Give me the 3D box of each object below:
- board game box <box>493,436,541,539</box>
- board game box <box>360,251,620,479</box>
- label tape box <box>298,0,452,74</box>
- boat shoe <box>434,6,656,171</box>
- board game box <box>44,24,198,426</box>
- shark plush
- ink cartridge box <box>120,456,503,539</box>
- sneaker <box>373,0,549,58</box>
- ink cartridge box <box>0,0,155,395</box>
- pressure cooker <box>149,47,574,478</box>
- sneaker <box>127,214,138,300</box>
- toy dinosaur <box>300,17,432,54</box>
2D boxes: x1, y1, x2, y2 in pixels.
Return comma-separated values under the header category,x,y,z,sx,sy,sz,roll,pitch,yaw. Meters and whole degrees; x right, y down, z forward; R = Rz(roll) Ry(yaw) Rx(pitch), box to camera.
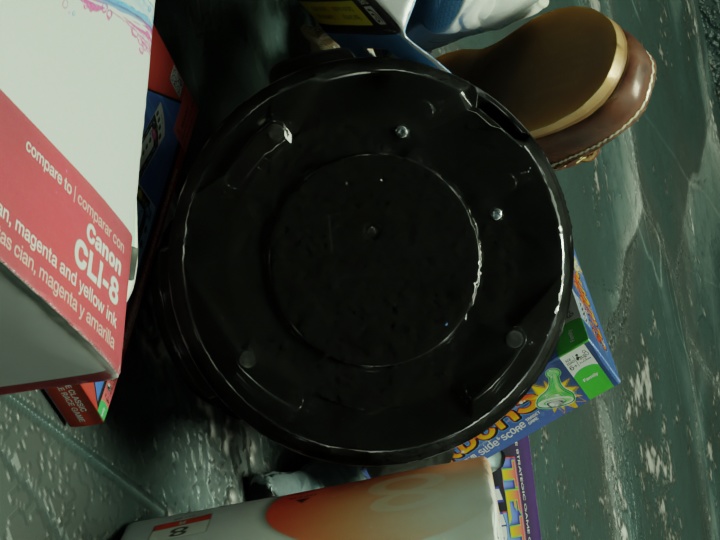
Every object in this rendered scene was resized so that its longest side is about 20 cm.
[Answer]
category,x,y,z,sx,sy,sz,roll,pitch,yaw
board game box,0.070,0.179,1.157,0.165,0.057,0.200,11,71,-68
board game box,0.057,0.028,0.992,0.034,0.135,0.200,51,14,-27
label tape box,-0.019,-0.175,0.848,0.200,0.066,0.143,45,-5,-16
boat shoe,0.089,-0.081,0.914,0.070,0.200,0.071,29,78,-23
board game box,-0.116,-0.042,0.788,0.200,0.019,0.103,-80,152,-44
shark plush,-0.012,0.106,1.005,0.200,0.091,0.083,-17,77,-50
ink cartridge box,-0.024,0.127,0.691,0.200,0.162,0.050,-66,145,-84
sneaker,0.052,-0.144,0.922,0.200,0.080,0.071,-161,-116,-72
ink cartridge box,-0.151,-0.079,0.511,0.145,0.145,0.200,52,35,-55
pressure cooker,0.003,0.000,0.838,0.176,0.178,0.200,-61,-178,-1
sneaker,-0.109,-0.071,0.622,0.118,0.074,0.201,-98,-178,-84
toy dinosaur,0.000,-0.120,1.075,0.136,0.086,0.200,125,-15,-66
